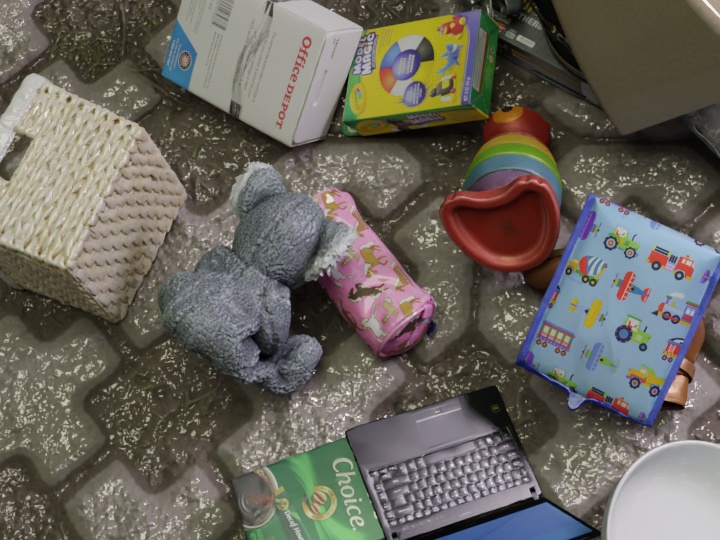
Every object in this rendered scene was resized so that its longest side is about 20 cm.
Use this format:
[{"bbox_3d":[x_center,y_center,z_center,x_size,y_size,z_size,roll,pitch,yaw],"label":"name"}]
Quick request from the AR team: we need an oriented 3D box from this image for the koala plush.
[{"bbox_3d":[-0.102,0.002,1.609,0.177,0.184,0.200,40,98,23],"label":"koala plush"}]

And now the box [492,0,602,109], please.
[{"bbox_3d":[0.253,-0.288,1.753,0.200,0.048,0.159,32,78,23],"label":"box"}]

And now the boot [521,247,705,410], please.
[{"bbox_3d":[0.257,0.063,1.597,0.199,0.077,0.156,8,73,8],"label":"boot"}]

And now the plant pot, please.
[{"bbox_3d":[0.308,-0.289,1.552,0.200,0.177,0.200,-18,39,49],"label":"plant pot"}]

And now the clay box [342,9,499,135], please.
[{"bbox_3d":[0.056,-0.220,1.729,0.199,0.048,0.116,-4,70,35],"label":"clay box"}]

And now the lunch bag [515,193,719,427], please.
[{"bbox_3d":[0.255,0.049,1.524,0.150,0.094,0.201,25,87,12],"label":"lunch bag"}]

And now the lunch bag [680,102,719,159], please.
[{"bbox_3d":[0.441,-0.186,1.596,0.200,0.164,0.118,-51,22,-2],"label":"lunch bag"}]

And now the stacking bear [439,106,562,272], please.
[{"bbox_3d":[0.163,-0.102,1.642,0.121,0.114,0.201,-13,36,20],"label":"stacking bear"}]

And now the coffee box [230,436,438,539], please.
[{"bbox_3d":[-0.026,0.241,1.591,0.199,0.044,0.124,-19,65,4],"label":"coffee box"}]

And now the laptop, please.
[{"bbox_3d":[0.107,0.208,1.512,0.176,0.103,0.201,-14,68,-20],"label":"laptop"}]

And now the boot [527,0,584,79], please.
[{"bbox_3d":[0.221,-0.310,1.658,0.073,0.151,0.201,-26,63,1],"label":"boot"}]

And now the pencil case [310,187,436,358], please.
[{"bbox_3d":[0.000,0.000,1.669,0.086,0.083,0.200,-25,61,-26],"label":"pencil case"}]

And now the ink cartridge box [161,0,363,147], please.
[{"bbox_3d":[-0.114,-0.252,1.765,0.199,0.084,0.145,31,116,22],"label":"ink cartridge box"}]

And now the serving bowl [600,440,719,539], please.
[{"bbox_3d":[0.317,0.268,1.472,0.199,0.066,0.201,5,70,-13],"label":"serving bowl"}]

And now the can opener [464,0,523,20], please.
[{"bbox_3d":[0.133,-0.347,1.777,0.066,0.054,0.200,-10,43,-11],"label":"can opener"}]

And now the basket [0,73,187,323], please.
[{"bbox_3d":[-0.321,-0.075,1.709,0.160,0.200,0.199,21,73,18],"label":"basket"}]
